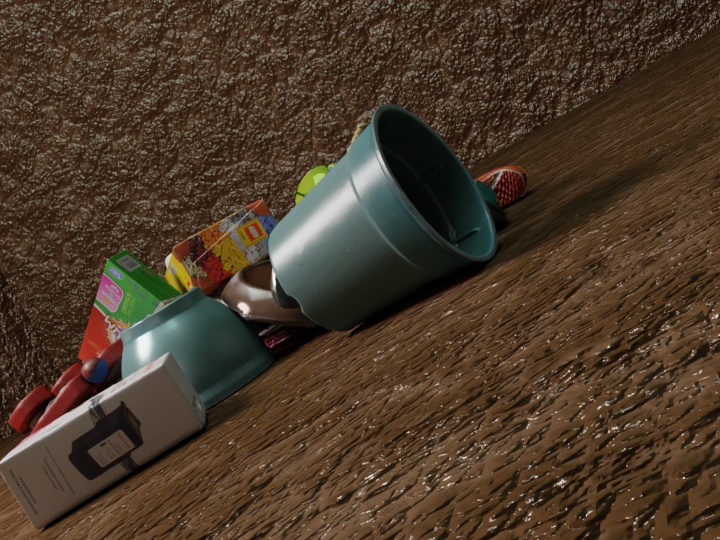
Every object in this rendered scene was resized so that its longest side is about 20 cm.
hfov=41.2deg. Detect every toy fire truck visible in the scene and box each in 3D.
[{"bbox_3d":[-0.363,0.162,1.283,0.169,0.112,0.200,-56,-7,26],"label":"toy fire truck"}]

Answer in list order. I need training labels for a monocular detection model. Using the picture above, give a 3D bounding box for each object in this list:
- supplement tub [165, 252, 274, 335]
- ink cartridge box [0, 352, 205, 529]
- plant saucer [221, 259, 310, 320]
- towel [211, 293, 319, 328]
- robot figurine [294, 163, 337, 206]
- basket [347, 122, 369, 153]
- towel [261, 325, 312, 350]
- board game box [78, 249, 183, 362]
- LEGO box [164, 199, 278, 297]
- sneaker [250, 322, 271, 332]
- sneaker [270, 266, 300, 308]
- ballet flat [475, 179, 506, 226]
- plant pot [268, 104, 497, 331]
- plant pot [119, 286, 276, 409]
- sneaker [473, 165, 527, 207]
[{"bbox_3d":[-0.237,0.032,1.689,0.144,0.201,0.144,-30,4,2],"label":"supplement tub"},{"bbox_3d":[-0.276,0.179,1.052,0.199,0.085,0.145,-31,5,-7],"label":"ink cartridge box"},{"bbox_3d":[-0.086,0.019,1.279,0.198,0.032,0.200,2,18,-1],"label":"plant saucer"},{"bbox_3d":[-0.113,0.042,1.334,0.198,0.035,0.132,2,15,26],"label":"towel"},{"bbox_3d":[-0.005,-0.101,1.414,0.198,0.116,0.176,-7,-33,-16],"label":"robot figurine"},{"bbox_3d":[0.055,-0.097,1.241,0.141,0.150,0.200,4,21,5],"label":"basket"},{"bbox_3d":[-0.129,0.098,1.413,0.199,0.023,0.145,-29,4,21],"label":"towel"},{"bbox_3d":[-0.324,0.094,1.398,0.040,0.153,0.201,-37,-22,-53],"label":"board game box"},{"bbox_3d":[-0.203,-0.013,1.421,0.148,0.078,0.200,-30,-4,-19],"label":"LEGO box"},{"bbox_3d":[-0.157,0.062,1.461,0.199,0.078,0.080,-31,10,12],"label":"sneaker"},{"bbox_3d":[-0.067,-0.010,1.215,0.201,0.074,0.085,-67,2,-49],"label":"sneaker"},{"bbox_3d":[0.156,-0.076,1.297,0.074,0.075,0.200,-29,3,12],"label":"ballet flat"},{"bbox_3d":[0.014,-0.043,1.064,0.196,0.201,0.200,-37,1,27],"label":"plant pot"},{"bbox_3d":[-0.228,0.106,1.239,0.199,0.135,0.200,-30,4,2],"label":"plant pot"},{"bbox_3d":[0.165,-0.102,1.469,0.198,0.074,0.077,-17,5,21],"label":"sneaker"}]
